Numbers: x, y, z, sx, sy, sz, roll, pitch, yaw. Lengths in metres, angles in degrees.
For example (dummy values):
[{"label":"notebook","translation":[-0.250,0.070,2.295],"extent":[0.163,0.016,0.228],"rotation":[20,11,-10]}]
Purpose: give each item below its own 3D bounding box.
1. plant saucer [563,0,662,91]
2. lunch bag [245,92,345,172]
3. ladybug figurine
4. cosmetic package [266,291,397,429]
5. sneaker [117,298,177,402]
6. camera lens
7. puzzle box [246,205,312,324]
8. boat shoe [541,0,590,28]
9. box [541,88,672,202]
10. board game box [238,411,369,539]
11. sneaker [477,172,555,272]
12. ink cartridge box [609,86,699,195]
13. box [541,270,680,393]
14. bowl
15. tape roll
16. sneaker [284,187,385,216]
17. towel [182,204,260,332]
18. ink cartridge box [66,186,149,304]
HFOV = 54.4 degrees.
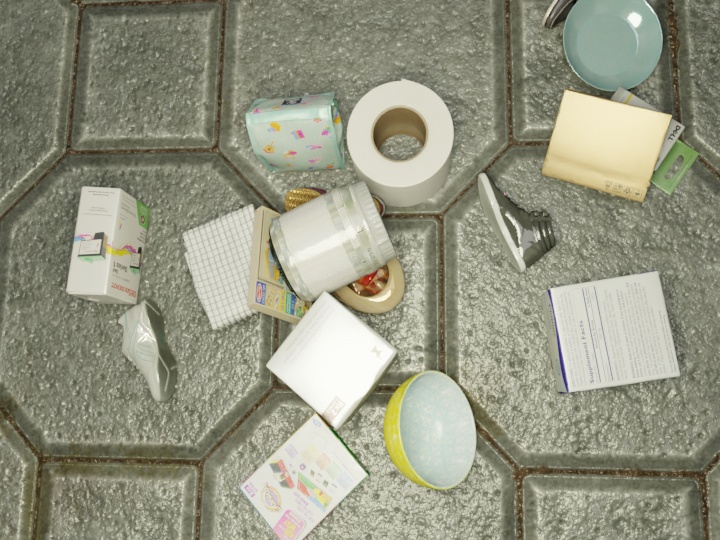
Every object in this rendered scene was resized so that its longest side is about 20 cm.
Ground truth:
[{"label":"plant saucer","translation":[0.489,-0.449,1.378],"extent":[0.196,0.039,0.206],"rotation":[0,89,-1]},{"label":"lunch bag","translation":[-0.119,-0.267,1.333],"extent":[0.166,0.200,0.125],"rotation":[-3,80,6]},{"label":"ladybug figurine","translation":[0.000,0.000,1.338],"extent":[0.200,0.072,0.136],"rotation":[42,88,12]},{"label":"cosmetic package","translation":[-0.042,0.161,1.248],"extent":[0.164,0.200,0.166],"rotation":[38,85,9]},{"label":"sneaker","translation":[-0.413,0.162,1.359],"extent":[0.079,0.070,0.204],"rotation":[-22,73,11]},{"label":"camera lens","translation":[-0.052,-0.051,1.234],"extent":[0.197,0.160,0.162],"rotation":[-25,78,4]},{"label":"puzzle box","translation":[-0.145,-0.009,1.307],"extent":[0.025,0.132,0.204],"rotation":[-27,53,42]},{"label":"boat shoe","translation":[0.446,-0.542,1.392],"extent":[0.199,0.073,0.063],"rotation":[-41,76,-7]},{"label":"box","translation":[0.455,-0.234,1.309],"extent":[0.197,0.021,0.167],"rotation":[19,111,18]},{"label":"board game box","translation":[-0.104,0.387,1.297],"extent":[0.200,0.040,0.153],"rotation":[-42,79,-3]},{"label":"sneaker","translation":[0.300,-0.107,1.334],"extent":[0.098,0.071,0.203],"rotation":[-26,84,-2]},{"label":"ink cartridge box","translation":[0.542,-0.247,1.336],"extent":[0.199,0.059,0.105],"rotation":[37,85,10]},{"label":"box","translation":[0.442,0.114,1.259],"extent":[0.195,0.105,0.188],"rotation":[-9,80,3]},{"label":"bowl","translation":[0.103,0.288,1.249],"extent":[0.107,0.198,0.204],"rotation":[-22,75,45]},{"label":"tape roll","translation":[0.078,-0.237,1.339],"extent":[0.198,0.139,0.207],"rotation":[-1,79,5]},{"label":"sneaker","translation":[-0.049,-0.122,1.364],"extent":[0.196,0.090,0.077],"rotation":[10,102,15]},{"label":"towel","translation":[-0.242,-0.004,1.360],"extent":[0.163,0.086,0.203],"rotation":[-23,80,3]},{"label":"ink cartridge box","translation":[-0.484,-0.043,1.356],"extent":[0.082,0.145,0.205],"rotation":[4,80,6]}]
